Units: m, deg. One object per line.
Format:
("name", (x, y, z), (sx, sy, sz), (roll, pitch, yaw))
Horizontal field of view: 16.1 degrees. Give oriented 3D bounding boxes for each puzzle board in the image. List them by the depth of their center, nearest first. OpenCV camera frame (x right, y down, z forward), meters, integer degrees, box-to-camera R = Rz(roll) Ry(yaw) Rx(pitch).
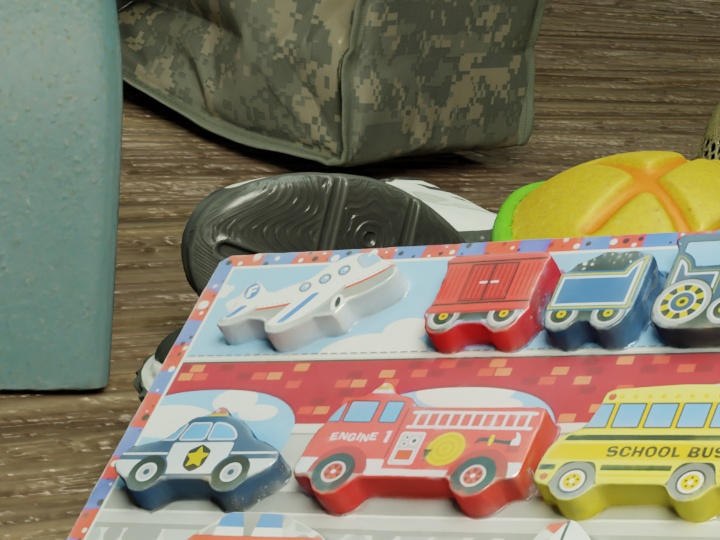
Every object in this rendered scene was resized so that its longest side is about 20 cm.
("puzzle board", (0.016, 0.046, 0.615), (0.199, 0.017, 0.151), (-3, 43, 34))

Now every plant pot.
("plant pot", (-0.191, -0.087, 0.860), (0.196, 0.201, 0.196), (2, 20, -31))

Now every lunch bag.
("lunch bag", (-0.030, -0.126, 1.268), (0.199, 0.118, 0.164), (16, 16, 36))

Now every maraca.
("maraca", (0.136, 0.026, 0.891), (0.199, 0.107, 0.137), (24, 33, -6))

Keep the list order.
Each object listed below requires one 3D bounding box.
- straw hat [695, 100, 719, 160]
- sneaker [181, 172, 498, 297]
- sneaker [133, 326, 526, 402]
("straw hat", (0.202, -0.043, 1.204), (0.200, 0.085, 0.201), (11, 16, -3))
("sneaker", (0.000, 0.000, 0.965), (0.200, 0.076, 0.115), (11, 5, -35))
("sneaker", (0.006, 0.040, 0.723), (0.074, 0.080, 0.200), (40, -15, -30))
